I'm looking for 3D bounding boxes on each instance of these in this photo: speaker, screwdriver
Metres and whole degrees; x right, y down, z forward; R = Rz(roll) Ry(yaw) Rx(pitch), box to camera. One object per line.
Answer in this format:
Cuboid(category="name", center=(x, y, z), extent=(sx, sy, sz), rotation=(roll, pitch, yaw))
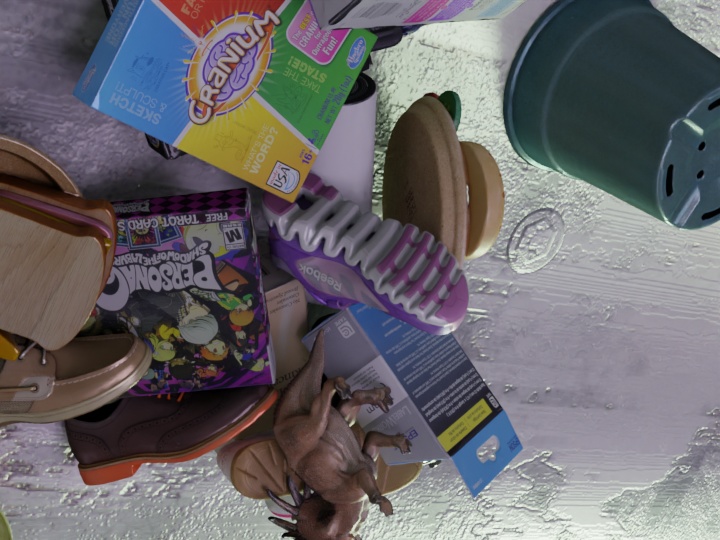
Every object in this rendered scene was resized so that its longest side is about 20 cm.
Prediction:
Cuboid(category="speaker", center=(-0.028, -0.072, 1.340), extent=(0.081, 0.081, 0.201), rotation=(-17, 126, -28))
Cuboid(category="screwdriver", center=(0.064, -0.224, 1.353), extent=(0.199, 0.029, 0.028), rotation=(-22, 129, -28))

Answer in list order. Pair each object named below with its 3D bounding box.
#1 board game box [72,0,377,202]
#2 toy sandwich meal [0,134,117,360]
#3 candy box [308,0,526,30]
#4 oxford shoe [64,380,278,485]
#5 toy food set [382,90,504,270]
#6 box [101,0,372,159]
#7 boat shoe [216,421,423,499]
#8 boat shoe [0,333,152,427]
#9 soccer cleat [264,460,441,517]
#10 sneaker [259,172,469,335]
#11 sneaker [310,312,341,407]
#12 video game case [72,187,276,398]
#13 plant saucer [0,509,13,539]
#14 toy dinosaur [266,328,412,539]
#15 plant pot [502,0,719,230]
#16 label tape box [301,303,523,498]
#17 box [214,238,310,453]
Cuboid(category="board game box", center=(-0.101, -0.159, 1.178), extent=(0.199, 0.040, 0.154), rotation=(23, 96, -37))
Cuboid(category="toy sandwich meal", center=(-0.288, -0.011, 1.151), extent=(0.203, 0.070, 0.207), rotation=(-6, 123, -9))
Cuboid(category="candy box", center=(0.036, -0.280, 1.181), extent=(0.199, 0.169, 0.071), rotation=(-11, 166, -39))
Cuboid(category="oxford shoe", center=(-0.168, 0.125, 1.320), extent=(0.199, 0.071, 0.073), rotation=(-20, 103, 13))
Cuboid(category="toy food set", center=(0.066, -0.060, 1.343), extent=(0.048, 0.199, 0.201), rotation=(-3, 136, -16))
Cuboid(category="box", center=(-0.098, -0.201, 1.215), extent=(0.199, 0.044, 0.161), rotation=(-27, 123, -21))
Cuboid(category="boat shoe", center=(-0.037, 0.166, 1.386), extent=(0.199, 0.069, 0.071), rotation=(3, 98, -30))
Cuboid(category="boat shoe", center=(-0.267, 0.082, 1.227), extent=(0.198, 0.071, 0.065), rotation=(-16, 119, 6))
Cuboid(category="soccer cleat", center=(-0.006, 0.168, 1.460), extent=(0.199, 0.070, 0.087), rotation=(-20, 124, -22))
Cuboid(category="sneaker", center=(0.000, 0.000, 1.275), extent=(0.080, 0.199, 0.089), rotation=(-43, 157, -43))
Cuboid(category="sneaker", center=(0.005, 0.111, 1.501), extent=(0.104, 0.060, 0.201), rotation=(-18, 132, -25))
Cuboid(category="video game case", center=(-0.178, 0.024, 1.256), extent=(0.198, 0.036, 0.182), rotation=(-5, 125, 1))
Cuboid(category="plant saucer", center=(-0.398, 0.258, 1.310), extent=(0.199, 0.031, 0.201), rotation=(-19, 126, -27))
Cuboid(category="toy dinosaur", center=(-0.035, 0.160, 1.305), extent=(0.135, 0.201, 0.086), rotation=(-24, 177, 30))
Cuboid(category="plant pot", center=(0.272, -0.147, 1.438), extent=(0.199, 0.196, 0.202), rotation=(-19, 127, -27))
Cuboid(category="label tape box", center=(0.052, 0.111, 1.382), extent=(0.066, 0.201, 0.143), rotation=(-34, 177, 28))
Cuboid(category="box", center=(-0.098, 0.084, 1.389), extent=(0.094, 0.078, 0.201), rotation=(-24, 129, -22))
